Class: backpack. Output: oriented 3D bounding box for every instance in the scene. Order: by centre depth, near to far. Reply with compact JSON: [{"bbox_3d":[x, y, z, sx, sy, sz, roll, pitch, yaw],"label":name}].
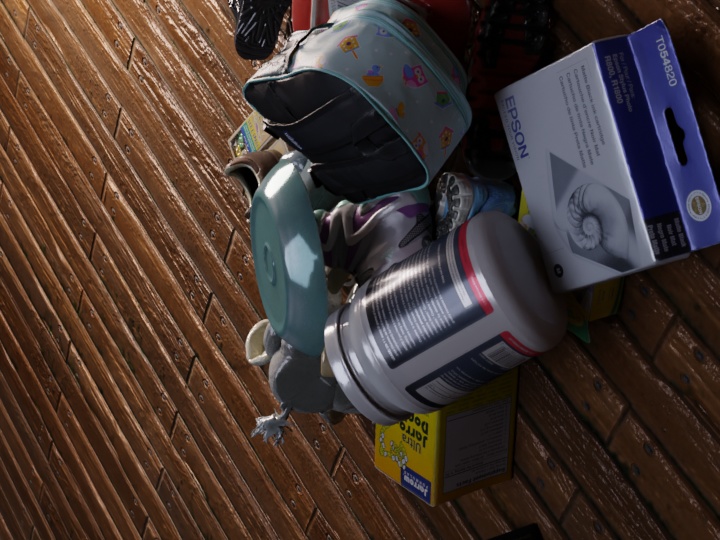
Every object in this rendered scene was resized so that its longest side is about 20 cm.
[{"bbox_3d":[0.012,-0.160,1.460,0.176,0.153,0.200,48,165,-18],"label":"backpack"}]

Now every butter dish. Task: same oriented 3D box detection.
[{"bbox_3d":[0.044,-0.287,1.559,0.199,0.148,0.201,30,151,14],"label":"butter dish"}]

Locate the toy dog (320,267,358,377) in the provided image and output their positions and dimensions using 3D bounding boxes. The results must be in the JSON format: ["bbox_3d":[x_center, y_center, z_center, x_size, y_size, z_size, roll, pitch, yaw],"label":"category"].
[{"bbox_3d":[0.005,0.036,1.689,0.096,0.131,0.202,-136,30,-85],"label":"toy dog"}]

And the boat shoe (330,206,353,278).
[{"bbox_3d":[0.006,-0.077,1.762,0.071,0.076,0.201,23,123,13],"label":"boat shoe"}]

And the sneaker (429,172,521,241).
[{"bbox_3d":[0.113,-0.043,1.587,0.200,0.089,0.079,128,140,-75],"label":"sneaker"}]

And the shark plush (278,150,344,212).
[{"bbox_3d":[-0.013,-0.102,1.646,0.091,0.084,0.199,41,131,-21],"label":"shark plush"}]

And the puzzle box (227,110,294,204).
[{"bbox_3d":[-0.099,-0.101,1.945,0.133,0.025,0.201,-39,67,54],"label":"puzzle box"}]

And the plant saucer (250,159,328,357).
[{"bbox_3d":[-0.077,-0.009,1.574,0.200,0.036,0.202,170,90,-75],"label":"plant saucer"}]

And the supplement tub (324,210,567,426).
[{"bbox_3d":[0.079,0.047,1.467,0.199,0.140,0.141,-31,72,26],"label":"supplement tub"}]

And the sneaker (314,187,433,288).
[{"bbox_3d":[0.000,0.000,1.595,0.199,0.077,0.141,-28,68,44],"label":"sneaker"}]

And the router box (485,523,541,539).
[{"bbox_3d":[0.121,0.362,1.597,0.052,0.199,0.158,-43,65,53],"label":"router box"}]

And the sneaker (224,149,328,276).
[{"bbox_3d":[-0.099,-0.053,1.867,0.201,0.075,0.071,62,144,24],"label":"sneaker"}]

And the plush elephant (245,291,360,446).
[{"bbox_3d":[-0.052,0.103,1.844,0.200,0.164,0.155,-46,15,15],"label":"plush elephant"}]

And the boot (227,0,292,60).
[{"bbox_3d":[-0.115,-0.360,1.815,0.201,0.065,0.165,-102,34,-52],"label":"boot"}]

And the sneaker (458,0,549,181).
[{"bbox_3d":[0.131,-0.189,1.512,0.098,0.070,0.202,-141,60,-77],"label":"sneaker"}]

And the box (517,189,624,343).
[{"bbox_3d":[0.202,-0.043,1.480,0.117,0.048,0.202,34,126,46],"label":"box"}]

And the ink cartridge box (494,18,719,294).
[{"bbox_3d":[0.214,-0.094,1.371,0.200,0.040,0.201,-23,82,55],"label":"ink cartridge box"}]

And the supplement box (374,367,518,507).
[{"bbox_3d":[0.090,0.125,1.649,0.109,0.108,0.202,27,122,50],"label":"supplement box"}]

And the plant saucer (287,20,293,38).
[{"bbox_3d":[-0.059,-0.184,1.784,0.200,0.034,0.202,174,90,-86],"label":"plant saucer"}]
